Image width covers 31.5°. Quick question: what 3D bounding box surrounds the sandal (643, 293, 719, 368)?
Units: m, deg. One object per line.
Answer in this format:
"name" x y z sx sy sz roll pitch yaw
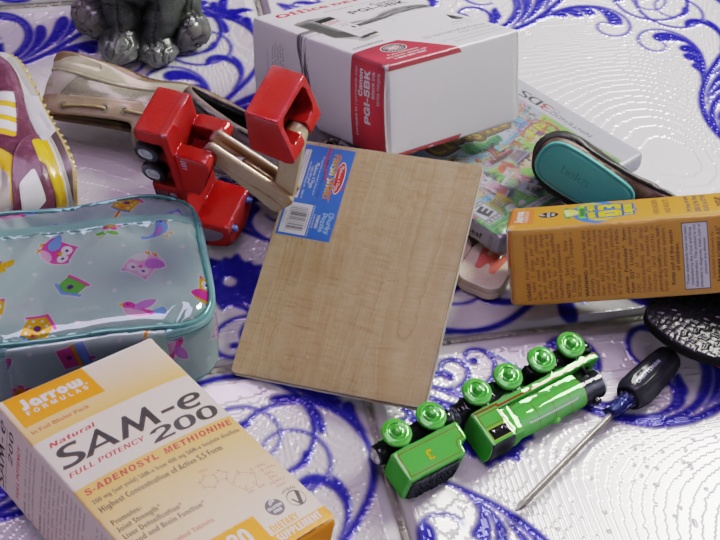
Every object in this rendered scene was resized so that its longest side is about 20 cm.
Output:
"sandal" 0.311 0.054 0.991 0.199 0.045 0.075 3 49 -16

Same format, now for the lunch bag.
"lunch bag" -0.210 0.016 0.953 0.199 0.077 0.161 -6 46 -10

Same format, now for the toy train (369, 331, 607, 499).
"toy train" 0.098 0.104 0.921 0.200 0.042 0.056 -23 61 -25

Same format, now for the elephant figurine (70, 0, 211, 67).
"elephant figurine" -0.199 -0.301 1.180 0.141 0.200 0.155 -25 52 -26

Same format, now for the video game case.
"video game case" 0.119 -0.106 1.127 0.200 0.022 0.182 -30 53 -35

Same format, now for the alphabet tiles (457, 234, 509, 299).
"alphabet tiles" 0.044 -0.044 1.079 0.199 0.015 0.196 22 47 17

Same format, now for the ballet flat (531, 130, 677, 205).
"ballet flat" 0.229 -0.049 1.050 0.200 0.068 0.068 42 22 4

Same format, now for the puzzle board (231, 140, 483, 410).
"puzzle board" 0.000 0.000 0.973 0.150 0.017 0.201 9 68 15

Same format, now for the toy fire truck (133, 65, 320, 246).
"toy fire truck" -0.096 -0.081 0.970 0.141 0.200 0.049 16 60 16

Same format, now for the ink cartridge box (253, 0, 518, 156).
"ink cartridge box" 0.018 -0.176 1.108 0.146 0.083 0.200 -20 31 -32

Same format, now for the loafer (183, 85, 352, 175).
"loafer" -0.063 -0.101 1.053 0.199 0.063 0.072 14 14 5

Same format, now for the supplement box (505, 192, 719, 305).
"supplement box" 0.213 -0.018 0.982 0.199 0.069 0.067 -6 15 11

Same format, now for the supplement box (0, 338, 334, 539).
"supplement box" -0.130 0.145 0.820 0.126 0.074 0.200 -24 50 -38

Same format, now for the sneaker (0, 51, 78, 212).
"sneaker" -0.312 -0.116 1.077 0.090 0.075 0.200 -17 48 -28

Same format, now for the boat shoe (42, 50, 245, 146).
"boat shoe" -0.179 -0.132 1.117 0.199 0.072 0.065 17 82 -3

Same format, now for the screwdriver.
"screwdriver" 0.170 0.111 0.924 0.200 0.028 0.029 -31 84 -34
